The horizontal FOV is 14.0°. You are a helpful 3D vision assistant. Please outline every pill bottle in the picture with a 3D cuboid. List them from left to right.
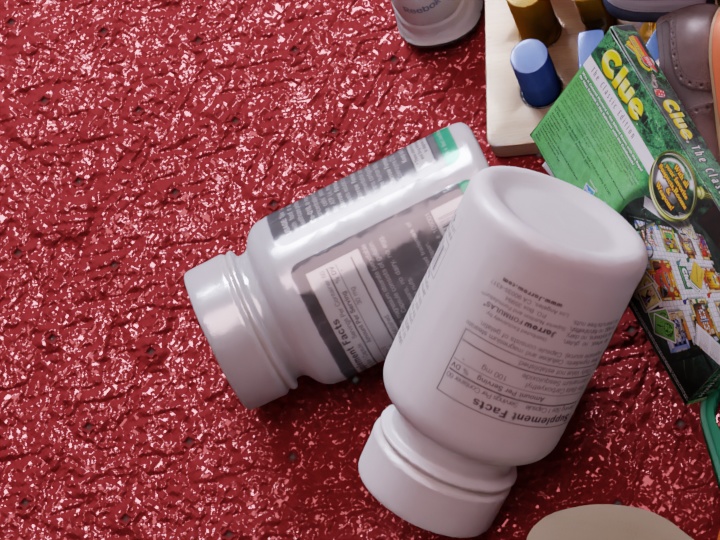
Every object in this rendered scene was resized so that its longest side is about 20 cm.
[{"bbox_3d":[0.000,0.000,1.793,0.199,0.113,0.113,-26,62,3],"label":"pill bottle"},{"bbox_3d":[0.078,0.050,1.706,0.114,0.114,0.200,38,116,27],"label":"pill bottle"}]

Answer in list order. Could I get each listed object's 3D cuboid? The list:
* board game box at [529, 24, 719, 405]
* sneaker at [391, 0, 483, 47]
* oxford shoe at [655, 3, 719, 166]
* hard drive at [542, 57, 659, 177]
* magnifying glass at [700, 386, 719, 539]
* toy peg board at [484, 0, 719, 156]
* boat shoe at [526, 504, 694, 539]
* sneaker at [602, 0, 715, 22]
[{"bbox_3d":[0.174,-0.033,1.698,0.023,0.105,0.200,-10,61,-35],"label":"board game box"},{"bbox_3d":[0.041,-0.248,1.912,0.074,0.087,0.201,-14,62,11],"label":"sneaker"},{"bbox_3d":[0.206,-0.058,1.725,0.072,0.071,0.201,2,90,37],"label":"oxford shoe"},{"bbox_3d":[0.223,-0.033,1.759,0.132,0.027,0.200,-42,75,5],"label":"hard drive"},{"bbox_3d":[0.222,0.126,1.666,0.079,0.022,0.201,8,57,17],"label":"magnifying glass"},{"bbox_3d":[0.169,-0.191,1.843,0.199,0.098,0.200,-6,64,14],"label":"toy peg board"},{"bbox_3d":[0.191,0.188,1.680,0.199,0.063,0.071,11,58,20],"label":"boat shoe"},{"bbox_3d":[0.219,-0.220,1.768,0.200,0.109,0.070,-28,41,-24],"label":"sneaker"}]
